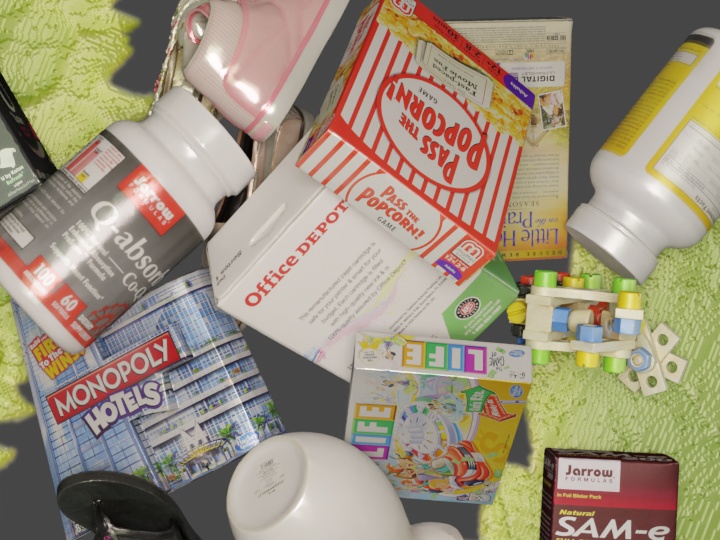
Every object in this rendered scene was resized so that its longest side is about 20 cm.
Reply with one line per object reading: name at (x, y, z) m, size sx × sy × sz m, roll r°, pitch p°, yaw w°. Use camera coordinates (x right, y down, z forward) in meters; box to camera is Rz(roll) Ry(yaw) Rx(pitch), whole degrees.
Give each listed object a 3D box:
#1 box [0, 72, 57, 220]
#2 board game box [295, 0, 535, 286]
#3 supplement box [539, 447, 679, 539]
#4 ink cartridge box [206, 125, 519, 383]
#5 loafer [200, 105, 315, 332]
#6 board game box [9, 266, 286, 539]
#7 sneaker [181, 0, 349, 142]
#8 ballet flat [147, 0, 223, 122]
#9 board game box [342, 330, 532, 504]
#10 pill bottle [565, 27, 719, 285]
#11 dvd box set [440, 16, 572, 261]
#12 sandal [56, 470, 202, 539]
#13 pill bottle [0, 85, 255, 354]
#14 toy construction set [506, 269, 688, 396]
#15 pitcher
box at (-0.336, -0.125, 1.157) m, size 0.106 × 0.122 × 0.201 m, roll -31°, pitch 92°, yaw -1°
board game box at (0.047, -0.106, 1.067) m, size 0.151 × 0.201 × 0.046 m, roll 35°, pitch 132°, yaw -15°
supplement box at (0.206, 0.254, 1.208) m, size 0.108 × 0.061 × 0.202 m, roll 2°, pitch 89°, yaw -1°
ink cartridge box at (0.000, 0.000, 1.122) m, size 0.199 × 0.084 × 0.145 m, roll 32°, pitch 113°, yaw -31°
loafer at (-0.100, -0.048, 1.183) m, size 0.063 × 0.072 × 0.201 m, roll 21°, pitch 87°, yaw -42°
board game box at (-0.191, 0.087, 1.168) m, size 0.199 × 0.062 × 0.201 m, roll -28°, pitch 86°, yaw 22°
sneaker at (-0.076, -0.205, 1.151) m, size 0.104 × 0.075 × 0.201 m, roll 32°, pitch 58°, yaw -11°
ballet flat at (-0.134, -0.162, 1.193) m, size 0.075 × 0.064 × 0.202 m, roll 13°, pitch 89°, yaw 0°
board game box at (0.054, 0.122, 1.142) m, size 0.133 × 0.201 × 0.034 m, roll 5°, pitch 54°, yaw -1°
pill bottle at (0.260, -0.091, 1.181) m, size 0.112 × 0.112 × 0.200 m, roll 39°, pitch 89°, yaw -2°
dvd box set at (0.101, -0.106, 1.187) m, size 0.145 × 0.029 × 0.202 m, roll -4°, pitch 104°, yaw -9°
sandal at (-0.167, 0.220, 1.141) m, size 0.075 × 0.048 × 0.201 m, roll -23°, pitch 135°, yaw 15°
pill bottle at (-0.185, -0.042, 1.103) m, size 0.200 × 0.116 × 0.116 m, roll -43°, pitch 91°, yaw -8°
toy construction set at (0.192, 0.043, 1.158) m, size 0.130 × 0.200 × 0.093 m, roll 6°, pitch 81°, yaw 29°
pitcher at (-0.033, 0.223, 1.144) m, size 0.171 × 0.122 × 0.200 m, roll -35°, pitch 133°, yaw 15°
